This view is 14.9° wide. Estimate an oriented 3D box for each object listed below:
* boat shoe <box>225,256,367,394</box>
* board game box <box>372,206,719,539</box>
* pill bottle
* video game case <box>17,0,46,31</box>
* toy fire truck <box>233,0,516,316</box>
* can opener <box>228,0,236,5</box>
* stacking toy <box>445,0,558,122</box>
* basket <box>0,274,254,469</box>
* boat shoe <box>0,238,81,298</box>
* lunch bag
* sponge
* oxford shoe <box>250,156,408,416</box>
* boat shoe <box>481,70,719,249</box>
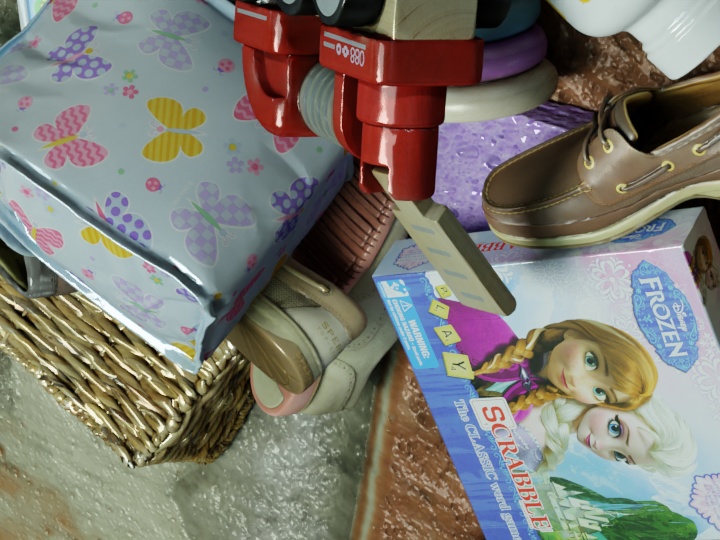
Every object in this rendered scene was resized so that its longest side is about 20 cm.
[{"bbox_3d":[-0.073,0.000,1.652,0.200,0.064,0.071,39,160,36],"label":"boat shoe"},{"bbox_3d":[0.131,0.066,1.562,0.198,0.041,0.201,-7,121,33],"label":"board game box"},{"bbox_3d":[0.114,-0.193,1.421,0.200,0.104,0.104,43,135,-7],"label":"pill bottle"},{"bbox_3d":[-0.124,-0.152,1.665,0.181,0.022,0.202,1,107,23],"label":"video game case"},{"bbox_3d":[0.013,-0.081,1.453,0.176,0.128,0.202,-155,66,-62],"label":"toy fire truck"},{"bbox_3d":[-0.049,-0.162,1.581,0.199,0.067,0.054,27,109,2],"label":"can opener"},{"bbox_3d":[0.055,-0.187,1.508,0.085,0.085,0.202,5,112,37],"label":"stacking toy"},{"bbox_3d":[-0.148,0.017,1.795,0.200,0.149,0.143,41,99,15],"label":"basket"},{"bbox_3d":[-0.229,-0.060,1.699,0.200,0.065,0.074,46,131,29],"label":"boat shoe"},{"bbox_3d":[-0.121,-0.072,1.572,0.199,0.170,0.127,35,155,6],"label":"lunch bag"},{"bbox_3d":[0.087,-0.008,1.611,0.111,0.030,0.201,16,123,32],"label":"sponge"},{"bbox_3d":[0.000,0.000,1.671,0.071,0.073,0.201,53,126,43],"label":"oxford shoe"},{"bbox_3d":[0.148,-0.068,1.471,0.199,0.072,0.068,-15,134,29],"label":"boat shoe"}]
